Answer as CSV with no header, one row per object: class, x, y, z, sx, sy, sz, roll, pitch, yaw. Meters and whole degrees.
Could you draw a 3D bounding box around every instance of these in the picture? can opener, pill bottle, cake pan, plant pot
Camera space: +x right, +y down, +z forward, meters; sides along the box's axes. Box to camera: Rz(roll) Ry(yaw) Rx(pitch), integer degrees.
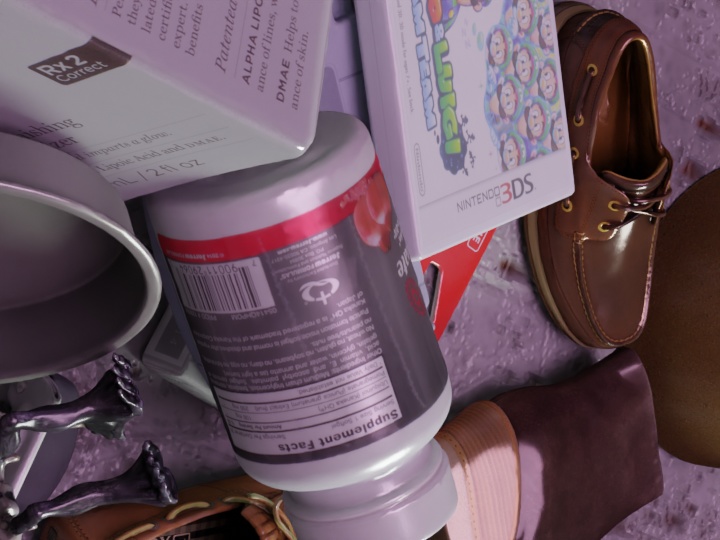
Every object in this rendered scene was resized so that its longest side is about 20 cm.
can opener,-0.190,0.139,1.404,0.066,0.053,0.200,33,80,-40
pill bottle,-0.021,0.034,1.380,0.111,0.111,0.200,-31,115,-29
cake pan,-0.188,-0.006,1.295,0.200,0.200,0.037,25,52,-40
plant pot,0.284,0.044,1.670,0.186,0.200,0.187,-10,106,-36

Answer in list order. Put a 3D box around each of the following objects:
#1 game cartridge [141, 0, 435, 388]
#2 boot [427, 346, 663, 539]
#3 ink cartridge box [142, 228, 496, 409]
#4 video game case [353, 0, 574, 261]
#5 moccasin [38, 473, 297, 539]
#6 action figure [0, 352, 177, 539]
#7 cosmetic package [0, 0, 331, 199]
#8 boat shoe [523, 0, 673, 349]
game cartridge,-0.040,-0.027,1.443,0.133,0.040,0.200,-25,112,-32
boot,0.111,0.158,1.639,0.166,0.072,0.200,-22,110,-31
ink cartridge box,0.000,0.000,1.529,0.176,0.045,0.200,33,80,-38
video game case,0.053,-0.120,1.497,0.182,0.024,0.200,-23,108,-58
moccasin,-0.064,0.141,1.488,0.201,0.078,0.074,4,102,-39
action figure,-0.191,0.100,1.325,0.200,0.119,0.102,-21,148,-1
cosmetic package,-0.135,-0.144,1.266,0.200,0.165,0.165,25,63,-40
boat shoe,0.135,-0.047,1.611,0.072,0.068,0.200,-19,113,-35
